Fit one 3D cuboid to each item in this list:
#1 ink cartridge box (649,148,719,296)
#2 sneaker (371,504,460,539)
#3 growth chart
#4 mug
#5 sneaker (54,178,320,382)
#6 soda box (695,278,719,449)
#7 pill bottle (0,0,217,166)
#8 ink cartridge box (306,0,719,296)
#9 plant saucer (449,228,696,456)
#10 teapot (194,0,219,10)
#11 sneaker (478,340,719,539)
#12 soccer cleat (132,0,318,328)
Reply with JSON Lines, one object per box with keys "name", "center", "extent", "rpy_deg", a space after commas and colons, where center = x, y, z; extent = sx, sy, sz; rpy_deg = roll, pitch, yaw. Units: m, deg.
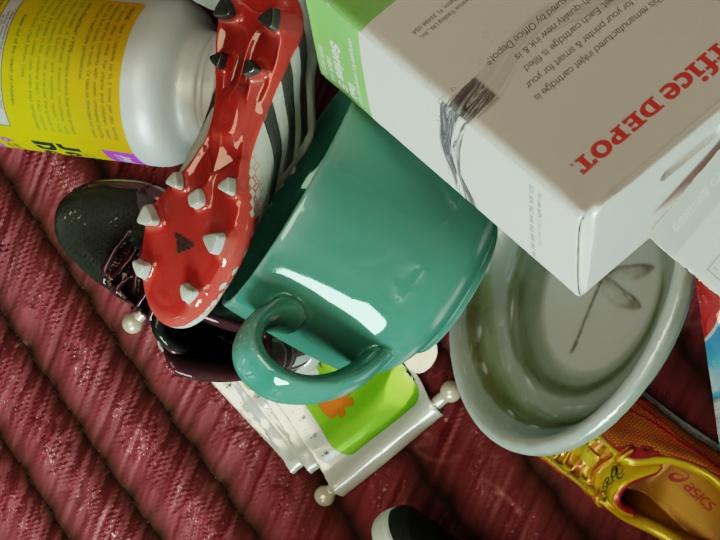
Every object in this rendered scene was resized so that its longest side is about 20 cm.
{"name": "ink cartridge box", "center": [0.260, -0.022, 0.831], "extent": [0.200, 0.057, 0.163], "rpy_deg": [38, 95, -11]}
{"name": "sneaker", "center": [0.108, 0.197, 0.989], "extent": [0.112, 0.073, 0.200], "rpy_deg": [-40, 92, 20]}
{"name": "growth chart", "center": [-0.043, 0.049, 1.046], "extent": [0.200, 0.018, 0.145], "rpy_deg": [43, 111, 9]}
{"name": "mug", "center": [0.000, -0.004, 0.935], "extent": [0.114, 0.152, 0.185], "rpy_deg": [30, 85, -10]}
{"name": "sneaker", "center": [-0.118, 0.007, 0.995], "extent": [0.200, 0.115, 0.076], "rpy_deg": [26, 107, 14]}
{"name": "soda box", "center": [0.223, 0.009, 0.906], "extent": [0.068, 0.064, 0.201], "rpy_deg": [-7, 97, 23]}
{"name": "pill bottle", "center": [-0.154, -0.120, 1.012], "extent": [0.199, 0.104, 0.105], "rpy_deg": [9, 103, 21]}
{"name": "ink cartridge box", "center": [0.092, -0.107, 0.832], "extent": [0.145, 0.084, 0.200], "rpy_deg": [-39, 64, -16]}
{"name": "plant saucer", "center": [0.127, 0.008, 0.915], "extent": [0.200, 0.050, 0.201], "rpy_deg": [-34, 47, 46]}
{"name": "teapot", "center": [-0.039, -0.241, 0.923], "extent": [0.199, 0.198, 0.147], "rpy_deg": [-3, 61, 0]}
{"name": "sneaker", "center": [0.141, 0.098, 0.947], "extent": [0.200, 0.077, 0.073], "rpy_deg": [28, 110, 22]}
{"name": "soccer cleat", "center": [-0.065, -0.061, 0.924], "extent": [0.068, 0.085, 0.201], "rpy_deg": [21, 97, 31]}
